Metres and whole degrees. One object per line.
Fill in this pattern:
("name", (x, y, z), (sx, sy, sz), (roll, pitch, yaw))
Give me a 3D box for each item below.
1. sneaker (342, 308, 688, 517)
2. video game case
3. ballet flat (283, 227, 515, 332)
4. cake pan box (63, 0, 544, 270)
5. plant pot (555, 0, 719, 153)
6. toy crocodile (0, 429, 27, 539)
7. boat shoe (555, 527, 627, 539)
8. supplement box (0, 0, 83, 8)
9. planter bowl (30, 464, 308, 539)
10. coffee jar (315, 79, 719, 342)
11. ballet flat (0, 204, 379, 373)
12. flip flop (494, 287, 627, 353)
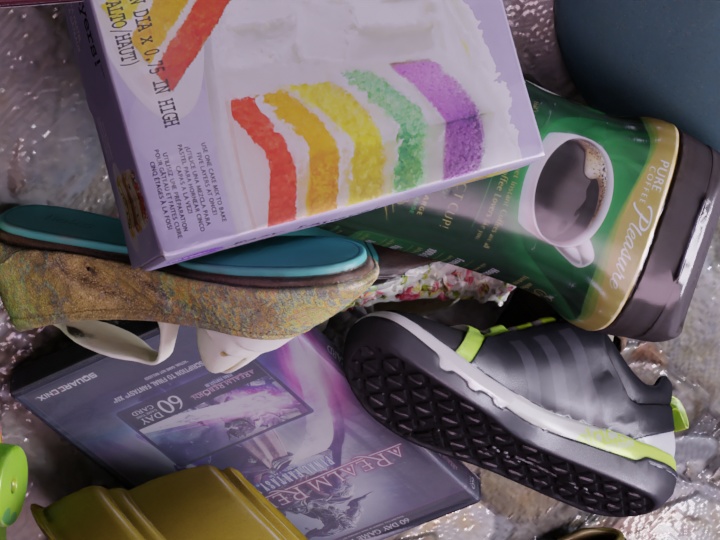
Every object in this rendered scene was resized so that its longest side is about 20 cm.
("sneaker", (0.075, 0.051, 1.307), (0.199, 0.072, 0.083), (28, 62, -31))
("video game case", (-0.053, 0.082, 1.328), (0.142, 0.019, 0.200), (-23, 134, 26))
("ballet flat", (0.000, 0.000, 1.313), (0.199, 0.076, 0.064), (-3, 133, -22))
("cake pan box", (-0.033, -0.118, 1.173), (0.183, 0.052, 0.201), (-13, 87, -20))
("plant pot", (0.211, -0.120, 1.304), (0.199, 0.135, 0.201), (-13, 124, -20))
("toy crocodile", (-0.194, 0.060, 1.260), (0.067, 0.062, 0.201), (4, 129, 16))
("boat shoe", (0.060, 0.191, 1.471), (0.199, 0.072, 0.068), (-20, 123, -27))
("supplement box", (-0.145, -0.216, 1.074), (0.061, 0.109, 0.201), (-7, 122, -23))
("planter bowl", (-0.059, 0.154, 1.301), (0.083, 0.200, 0.200), (-45, 129, -4))
("coffee jar", (0.070, -0.041, 1.264), (0.199, 0.085, 0.105), (21, 85, -10))
("ballet flat", (-0.078, 0.012, 1.213), (0.071, 0.199, 0.071), (-22, 115, -59))
("flip flop", (0.112, 0.012, 1.383), (0.057, 0.081, 0.201), (-16, 121, -36))
